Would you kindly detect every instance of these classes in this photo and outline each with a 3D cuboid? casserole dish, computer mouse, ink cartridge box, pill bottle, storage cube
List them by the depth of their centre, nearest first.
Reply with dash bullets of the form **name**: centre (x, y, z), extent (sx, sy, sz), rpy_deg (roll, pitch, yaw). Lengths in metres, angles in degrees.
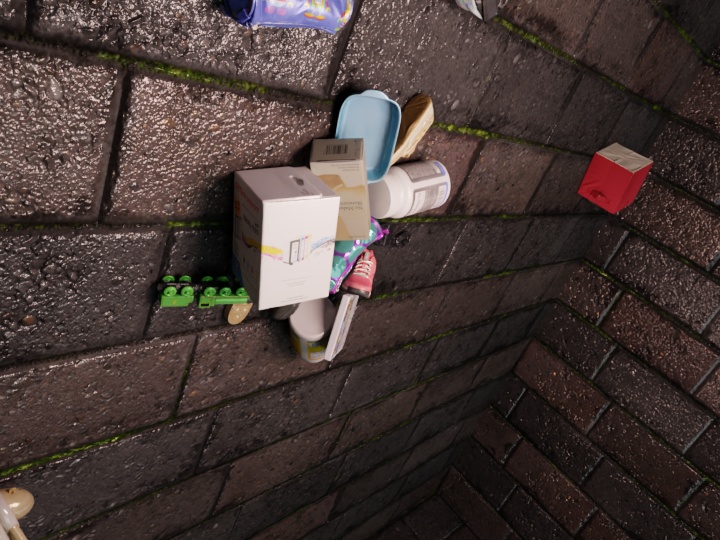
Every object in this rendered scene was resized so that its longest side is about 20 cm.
- **ink cartridge box**: centre (-0.139, -0.064, 0.987), extent (0.142, 0.147, 0.204), rpy_deg (-9, 123, -30)
- **casserole dish**: centre (0.008, -0.259, 1.075), extent (0.118, 0.039, 0.203), rpy_deg (6, 129, -9)
- **pill bottle**: centre (0.102, -0.182, 1.251), extent (0.198, 0.114, 0.115), rpy_deg (-18, 137, -41)
- **pill bottle**: centre (-0.112, 0.144, 1.309), extent (0.112, 0.113, 0.201), rpy_deg (-36, 159, -20)
- **computer mouse**: centre (0.074, -0.089, 1.401), extent (0.199, 0.034, 0.060), rpy_deg (5, 103, -60)
- **storage cube**: centre (0.982, -0.359, 2.141), extent (0.198, 0.171, 0.182), rpy_deg (-24, 140, -35)

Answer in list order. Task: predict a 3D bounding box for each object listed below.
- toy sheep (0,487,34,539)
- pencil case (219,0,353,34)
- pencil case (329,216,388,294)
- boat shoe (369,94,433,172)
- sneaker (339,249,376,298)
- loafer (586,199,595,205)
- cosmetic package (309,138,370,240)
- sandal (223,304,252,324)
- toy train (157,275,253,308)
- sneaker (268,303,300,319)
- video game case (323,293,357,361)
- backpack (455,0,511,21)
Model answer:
- **toy sheep**: centre (-0.651, 0.443, 0.928), extent (0.199, 0.137, 0.140), rpy_deg (-34, 148, -45)
- **pencil case**: centre (-0.101, -0.389, 0.799), extent (0.198, 0.077, 0.089), rpy_deg (-17, 108, -42)
- **pencil case**: centre (-0.033, -0.041, 1.244), extent (0.201, 0.092, 0.085), rpy_deg (-51, 161, 0)
- **boat shoe**: centre (0.090, -0.275, 1.175), extent (0.201, 0.074, 0.069), rpy_deg (-49, 143, -3)
- **sneaker**: centre (0.000, 0.000, 1.306), extent (0.200, 0.072, 0.089), rpy_deg (-78, -176, -74)
- **loafer**: centre (1.020, -0.348, 2.309), extent (0.199, 0.073, 0.071), rpy_deg (-41, 153, 3)
- **cosmetic package**: centre (-0.036, -0.154, 1.088), extent (0.103, 0.072, 0.202), rpy_deg (-2, 138, 6)
- **sandal**: centre (-0.211, 0.031, 1.116), extent (0.077, 0.069, 0.215), rpy_deg (-5, 127, -50)
- **toy train**: centre (-0.274, 0.041, 1.024), extent (0.196, 0.042, 0.057), rpy_deg (2, 131, -29)
- **sneaker**: centre (-0.155, 0.020, 1.187), extent (0.090, 0.076, 0.201), rpy_deg (20, 118, -31)
- **video game case**: centre (-0.041, 0.123, 1.279), extent (0.200, 0.018, 0.146), rpy_deg (2, 105, -84)
- **backpack**: centre (0.221, -0.561, 0.989), extent (0.165, 0.127, 0.201), rpy_deg (-35, 149, -2)
